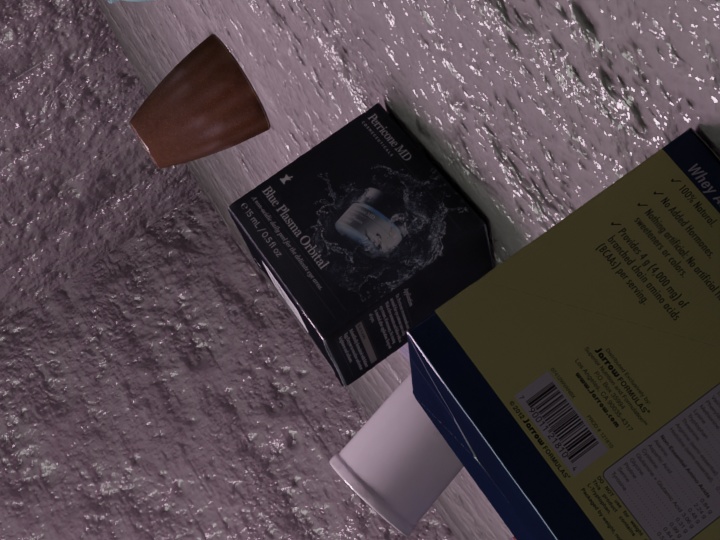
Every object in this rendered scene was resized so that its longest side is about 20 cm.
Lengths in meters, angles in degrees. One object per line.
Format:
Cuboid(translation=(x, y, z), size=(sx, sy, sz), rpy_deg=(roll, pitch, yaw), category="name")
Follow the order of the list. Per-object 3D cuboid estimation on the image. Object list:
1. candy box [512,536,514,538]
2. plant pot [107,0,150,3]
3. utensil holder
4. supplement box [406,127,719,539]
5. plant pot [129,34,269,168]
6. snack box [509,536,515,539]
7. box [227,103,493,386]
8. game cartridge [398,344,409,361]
Cuboid(translation=(0.307, 0.442, 1.602), size=(0.170, 0.077, 0.200), rpy_deg=(57, 170, -4), category="candy box")
Cuboid(translation=(-0.364, -0.498, 1.769), size=(0.201, 0.133, 0.201), rpy_deg=(55, 172, 12), category="plant pot")
Cuboid(translation=(0.077, 0.284, 1.802), size=(0.170, 0.200, 0.170), rpy_deg=(42, 177, 3), category="utensil holder")
Cuboid(translation=(0.162, 0.073, 0.650), size=(0.201, 0.199, 0.135), rpy_deg=(53, 171, 18), category="supplement box")
Cuboid(translation=(-0.288, -0.268, 1.959), size=(0.188, 0.199, 0.187), rpy_deg=(55, 172, 12), category="plant pot")
Cuboid(translation=(0.264, 0.452, 1.545), size=(0.201, 0.024, 0.072), rpy_deg=(58, 171, -1), category="snack box")
Cuboid(translation=(0.002, -0.029, 1.184), size=(0.197, 0.199, 0.118), rpy_deg=(51, 171, 30), category="box")
Cuboid(translation=(0.064, 0.092, 1.848), size=(0.200, 0.038, 0.131), rpy_deg=(42, 158, 60), category="game cartridge")
